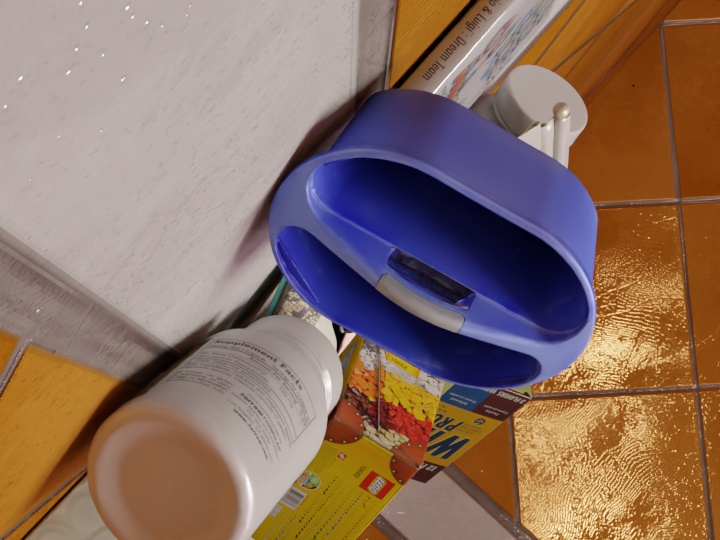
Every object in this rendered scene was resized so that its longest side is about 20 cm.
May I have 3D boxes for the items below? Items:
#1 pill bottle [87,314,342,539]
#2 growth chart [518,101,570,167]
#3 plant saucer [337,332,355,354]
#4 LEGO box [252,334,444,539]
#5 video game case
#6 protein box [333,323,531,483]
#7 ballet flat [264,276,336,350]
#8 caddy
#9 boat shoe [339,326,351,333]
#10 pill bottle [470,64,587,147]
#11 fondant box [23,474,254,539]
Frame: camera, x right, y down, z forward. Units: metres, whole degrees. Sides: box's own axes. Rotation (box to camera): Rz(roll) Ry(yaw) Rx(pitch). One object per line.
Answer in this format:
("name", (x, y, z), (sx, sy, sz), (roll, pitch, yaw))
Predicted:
("pill bottle", (-0.086, 0.103, 0.827), (0.114, 0.114, 0.200), (-51, 176, 26))
("growth chart", (0.096, -0.062, 1.015), (0.200, 0.018, 0.145), (-28, 154, -16))
("plant saucer", (0.002, 0.063, 1.274), (0.200, 0.037, 0.200), (115, -4, -86))
("LEGO box", (-0.019, 0.152, 1.010), (0.200, 0.077, 0.149), (-53, -172, 35))
("video game case", (0.084, -0.154, 0.876), (0.182, 0.024, 0.200), (-48, 174, -6))
("protein box", (0.070, 0.094, 1.389), (0.200, 0.135, 0.199), (-46, -148, 40))
("ballet flat", (-0.063, 0.067, 0.969), (0.200, 0.075, 0.068), (-53, -174, 34))
("caddy", (0.045, -0.010, 0.722), (0.142, 0.199, 0.105), (-56, -173, 43))
("boat shoe", (0.000, 0.000, 1.085), (0.076, 0.060, 0.200), (-46, 174, -18))
("pill bottle", (0.123, -0.093, 1.150), (0.111, 0.111, 0.200), (-43, 172, -46))
("fondant box", (-0.177, 0.235, 0.868), (0.200, 0.144, 0.058), (-47, 175, -19))
